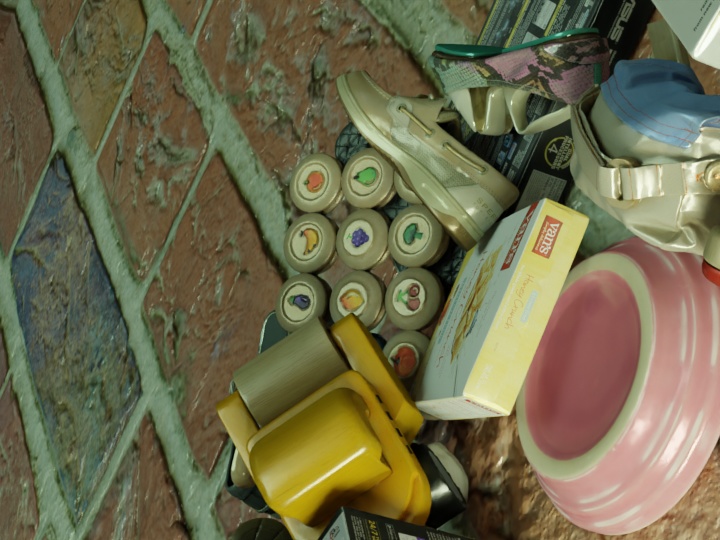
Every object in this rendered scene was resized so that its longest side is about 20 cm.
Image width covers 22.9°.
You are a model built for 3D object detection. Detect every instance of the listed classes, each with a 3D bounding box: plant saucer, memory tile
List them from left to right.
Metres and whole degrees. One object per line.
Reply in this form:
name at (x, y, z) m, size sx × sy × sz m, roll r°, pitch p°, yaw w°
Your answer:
memory tile at (0.000, 0.000, 1.389) m, size 0.153 × 0.017 × 0.200 m, roll -2°, pitch 77°, yaw 33°
plant saucer at (0.161, 0.067, 1.143) m, size 0.201 × 0.051 × 0.201 m, roll -45°, pitch 36°, yaw 46°

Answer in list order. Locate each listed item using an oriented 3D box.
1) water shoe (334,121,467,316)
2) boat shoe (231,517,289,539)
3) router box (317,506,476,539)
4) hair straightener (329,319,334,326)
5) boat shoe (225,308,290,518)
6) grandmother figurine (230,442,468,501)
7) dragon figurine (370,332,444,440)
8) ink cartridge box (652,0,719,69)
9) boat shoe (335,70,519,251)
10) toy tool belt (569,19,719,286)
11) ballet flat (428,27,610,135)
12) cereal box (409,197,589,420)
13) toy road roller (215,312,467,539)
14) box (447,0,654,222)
water shoe at (0.055, -0.044, 1.425) m, size 0.071 × 0.079 × 0.200 m, roll -40°, pitch 62°, yaw 20°
boat shoe at (-0.067, 0.305, 1.452) m, size 0.065 × 0.073 × 0.200 m, roll 84°, pitch -179°, yaw -69°
router box at (0.013, 0.258, 1.198) m, size 0.200 × 0.157 × 0.052 m, roll -57°, pitch 29°, yaw 30°
hair straightener at (-0.040, 0.094, 1.572) m, size 0.200 × 0.041 × 0.077 m, roll -51°, pitch 35°, yaw 31°
boat shoe at (-0.080, 0.112, 1.522) m, size 0.073 × 0.062 × 0.200 m, roll -38°, pitch 41°, yaw 48°
grandmother figurine at (0.001, 0.152, 1.353) m, size 0.200 × 0.121 × 0.061 m, roll 5°, pitch 112°, yaw 42°
dragon figurine at (0.022, 0.081, 1.414) m, size 0.200 × 0.059 × 0.100 m, roll -18°, pitch 58°, yaw 60°
ink cartridge box at (0.236, -0.182, 1.037) m, size 0.084 × 0.146 × 0.200 m, roll -61°, pitch 26°, yaw 27°
boat shoe at (0.049, -0.096, 1.326) m, size 0.065 × 0.072 × 0.200 m, roll -42°, pitch 47°, yaw 4°
toy tool belt at (0.205, -0.076, 1.063) m, size 0.200 × 0.125 × 0.123 m, roll -131°, pitch 53°, yaw -61°
ballet flat at (0.109, -0.132, 1.270) m, size 0.200 × 0.069 × 0.071 m, roll 7°, pitch 101°, yaw 60°
cereal box at (0.091, 0.032, 1.240) m, size 0.200 × 0.039 × 0.144 m, roll 144°, pitch 149°, yaw -79°
toy road roller at (-0.026, 0.116, 1.235) m, size 0.123 × 0.146 × 0.200 m, roll -34°, pitch 60°, yaw 4°
box at (0.131, -0.144, 1.347) m, size 0.200 × 0.049 × 0.161 m, roll -67°, pitch 27°, yaw 13°
